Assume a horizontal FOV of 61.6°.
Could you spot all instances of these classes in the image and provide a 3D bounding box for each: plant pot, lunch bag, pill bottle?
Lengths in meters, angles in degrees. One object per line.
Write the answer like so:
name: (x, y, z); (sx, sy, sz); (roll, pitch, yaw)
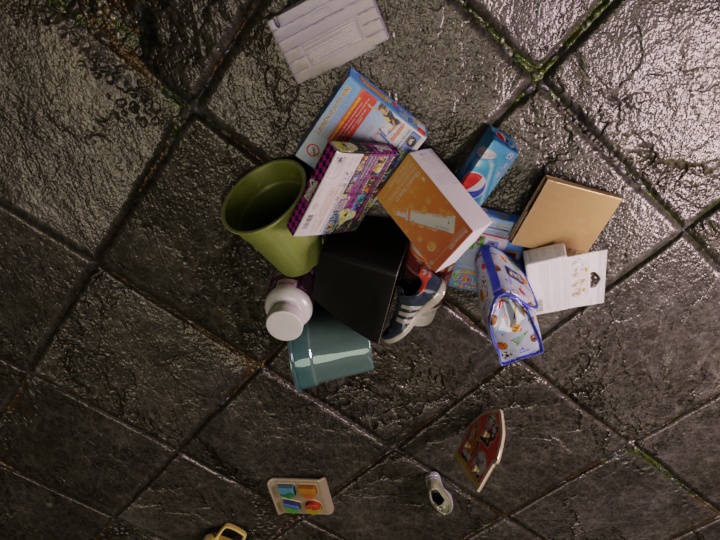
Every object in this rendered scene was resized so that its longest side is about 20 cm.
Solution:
plant pot: (-0.164, -0.093, 1.281); (0.194, 0.205, 0.192); (-15, 137, 15)
lunch bag: (0.315, 0.067, 1.306); (0.120, 0.173, 0.203); (-21, 125, 13)
plant pot: (0.000, 0.000, 1.326); (0.172, 0.202, 0.205); (17, 127, 6)
plant pot: (-0.069, 0.179, 1.462); (0.189, 0.203, 0.205); (-7, 127, 0)
pill bottle: (0.145, 0.018, 1.363); (0.110, 0.116, 0.205); (10, 126, -3)
pill bottle: (-0.156, 0.057, 1.362); (0.108, 0.203, 0.115); (2, 128, 3)

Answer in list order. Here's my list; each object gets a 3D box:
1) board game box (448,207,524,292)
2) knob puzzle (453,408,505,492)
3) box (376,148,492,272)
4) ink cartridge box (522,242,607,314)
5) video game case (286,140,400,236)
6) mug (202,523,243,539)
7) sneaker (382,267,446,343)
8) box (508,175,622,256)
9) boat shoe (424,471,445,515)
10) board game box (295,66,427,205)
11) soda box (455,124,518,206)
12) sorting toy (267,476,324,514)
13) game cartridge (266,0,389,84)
board game box: (0.283, -0.039, 1.359); (0.146, 0.037, 0.205); (11, 125, -6)
knob puzzle: (0.325, 0.462, 1.635); (0.030, 0.223, 0.221); (26, 125, -16)
box: (0.145, -0.122, 1.206); (0.202, 0.096, 0.125); (52, 127, 13)
ink cartridge box: (0.457, 0.016, 1.353); (0.168, 0.045, 0.202); (-12, 140, 11)
video game case: (-0.033, -0.155, 1.164); (0.178, 0.036, 0.202); (-10, 142, -45)
mug: (-0.492, 0.991, 2.134); (0.150, 0.190, 0.149); (30, 157, -7)
sneaker: (0.095, 0.071, 1.301); (0.084, 0.076, 0.201); (36, 117, -10)
box: (0.433, -0.108, 1.280); (0.193, 0.022, 0.167); (10, 127, -19)
boat shoe: (0.243, 0.715, 1.897); (0.070, 0.063, 0.203); (-16, 125, 15)
board game box: (0.000, -0.260, 1.210); (0.193, 0.057, 0.200); (32, 122, -18)
soda box: (0.236, -0.187, 1.236); (0.063, 0.069, 0.202); (23, 125, -13)
sorting toy: (-0.194, 0.743, 1.968); (0.192, 0.037, 0.190); (-5, 125, 8)
game cartridge: (-0.058, -0.439, 1.099); (0.194, 0.039, 0.131); (-19, 126, 17)
